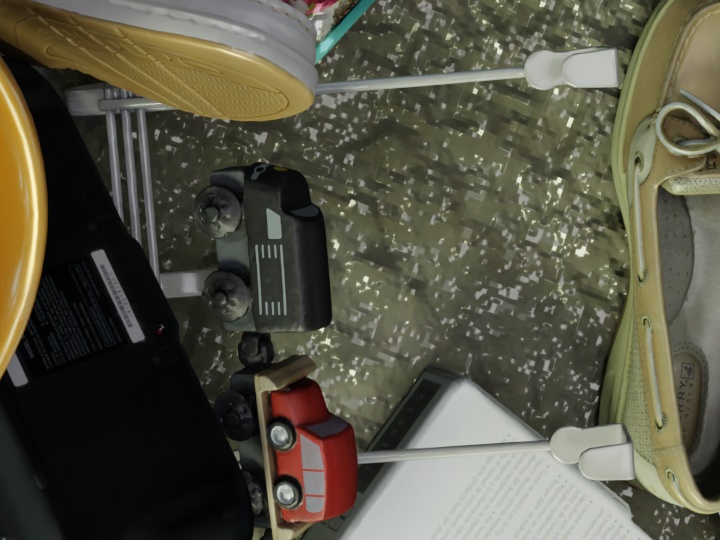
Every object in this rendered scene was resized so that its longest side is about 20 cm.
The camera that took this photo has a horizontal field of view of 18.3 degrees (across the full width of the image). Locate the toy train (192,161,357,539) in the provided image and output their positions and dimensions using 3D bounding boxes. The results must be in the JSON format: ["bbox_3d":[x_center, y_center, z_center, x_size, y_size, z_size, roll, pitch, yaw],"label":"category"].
[{"bbox_3d":[-0.022,0.063,0.753,0.046,0.034,0.201,-1,100,25],"label":"toy train"}]

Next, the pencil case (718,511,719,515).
[{"bbox_3d":[0.219,0.145,0.885,0.090,0.083,0.201,-27,103,8],"label":"pencil case"}]

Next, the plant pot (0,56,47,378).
[{"bbox_3d":[-0.216,-0.038,0.629,0.199,0.183,0.201,-19,130,-25],"label":"plant pot"}]

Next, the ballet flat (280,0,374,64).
[{"bbox_3d":[0.005,-0.133,0.782,0.064,0.076,0.200,46,47,-5],"label":"ballet flat"}]

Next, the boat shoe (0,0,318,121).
[{"bbox_3d":[-0.082,-0.100,0.727,0.071,0.199,0.070,38,76,-47],"label":"boat shoe"}]

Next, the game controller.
[{"bbox_3d":[-0.111,0.023,0.726,0.104,0.042,0.201,-18,76,-37],"label":"game controller"}]

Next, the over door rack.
[{"bbox_3d":[0.000,0.000,0.792,0.199,0.067,0.149,-2,99,15],"label":"over door rack"}]

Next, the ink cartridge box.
[{"bbox_3d":[0.039,0.167,0.857,0.173,0.044,0.200,39,83,-16],"label":"ink cartridge box"}]

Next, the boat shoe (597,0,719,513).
[{"bbox_3d":[0.134,-0.010,0.858,0.073,0.063,0.202,9,92,-17],"label":"boat shoe"}]
